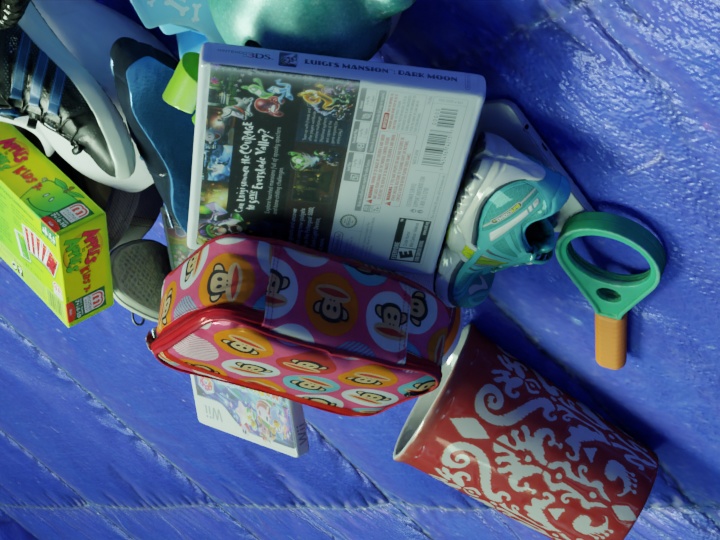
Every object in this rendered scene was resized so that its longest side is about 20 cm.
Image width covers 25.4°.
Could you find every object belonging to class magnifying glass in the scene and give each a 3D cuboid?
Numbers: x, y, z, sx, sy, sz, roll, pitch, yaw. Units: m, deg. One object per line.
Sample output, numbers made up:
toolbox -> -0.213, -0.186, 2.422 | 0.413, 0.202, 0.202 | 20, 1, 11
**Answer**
magnifying glass -> 0.187, 0.019, 1.198 | 0.079, 0.023, 0.201 | 14, 153, 17

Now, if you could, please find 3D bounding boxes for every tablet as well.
tablet -> 0.076, -0.072, 1.194 | 0.199, 0.014, 0.130 | 0, 137, 51

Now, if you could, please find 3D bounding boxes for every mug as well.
mug -> 0.150, 0.144, 1.396 | 0.199, 0.178, 0.134 | 30, 119, -1

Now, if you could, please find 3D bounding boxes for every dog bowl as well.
dog bowl -> -0.117, -0.185, 1.130 | 0.049, 0.112, 0.201 | -24, 133, 9

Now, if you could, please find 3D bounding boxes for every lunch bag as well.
lunch bag -> -0.051, 0.046, 1.180 | 0.198, 0.083, 0.176 | 17, 158, -23

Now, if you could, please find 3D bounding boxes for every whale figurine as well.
whale figurine -> -0.041, -0.197, 1.009 | 0.158, 0.104, 0.200 | 30, 154, 11

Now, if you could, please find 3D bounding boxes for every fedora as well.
fedora -> -0.245, -0.089, 1.434 | 0.199, 0.178, 0.090 | 35, -166, 35

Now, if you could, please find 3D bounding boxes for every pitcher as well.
pitcher -> -0.241, -0.148, 1.286 | 0.171, 0.122, 0.200 | -35, 112, 21

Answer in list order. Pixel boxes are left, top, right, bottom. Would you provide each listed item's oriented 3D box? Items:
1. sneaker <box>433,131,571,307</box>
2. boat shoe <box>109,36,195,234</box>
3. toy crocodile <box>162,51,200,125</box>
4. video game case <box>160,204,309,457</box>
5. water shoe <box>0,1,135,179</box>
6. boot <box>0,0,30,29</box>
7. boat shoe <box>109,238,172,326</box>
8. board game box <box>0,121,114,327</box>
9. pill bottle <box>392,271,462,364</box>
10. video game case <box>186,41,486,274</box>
sneaker -> 0.100, -0.021, 1.155 | 0.079, 0.078, 0.200 | 20, 155, 3
boat shoe -> -0.132, -0.103, 1.213 | 0.069, 0.084, 0.201 | 51, 163, 38
toy crocodile -> -0.052, -0.090, 1.115 | 0.199, 0.068, 0.062 | 36, -167, -31
video game case -> -0.106, 0.048, 1.345 | 0.143, 0.018, 0.202 | 12, 117, 48
water shoe -> -0.248, -0.136, 1.182 | 0.200, 0.079, 0.071 | 52, 164, -1
boot -> -0.223, -0.269, 1.040 | 0.079, 0.158, 0.212 | 26, 154, 18
boat shoe -> -0.181, 0.015, 1.432 | 0.062, 0.075, 0.200 | -13, 173, 19
board game box -> -0.283, -0.053, 1.341 | 0.200, 0.047, 0.102 | 40, 143, 33
pill bottle -> 0.000, 0.000, 1.283 | 0.109, 0.110, 0.200 | 14, 153, 37
video game case -> -0.023, -0.070, 1.073 | 0.180, 0.024, 0.201 | 6, 145, -5
